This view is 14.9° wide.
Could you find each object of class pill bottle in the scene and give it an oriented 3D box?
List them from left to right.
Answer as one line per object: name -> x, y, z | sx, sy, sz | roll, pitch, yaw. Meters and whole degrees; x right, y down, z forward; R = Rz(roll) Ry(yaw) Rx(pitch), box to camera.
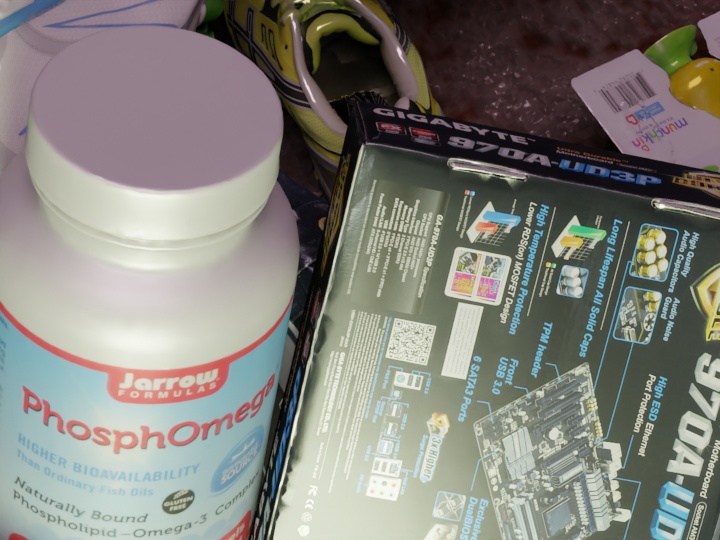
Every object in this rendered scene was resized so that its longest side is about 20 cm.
pill bottle -> -0.079, 0.019, 0.949 | 0.108, 0.201, 0.109 | 6, 44, -5

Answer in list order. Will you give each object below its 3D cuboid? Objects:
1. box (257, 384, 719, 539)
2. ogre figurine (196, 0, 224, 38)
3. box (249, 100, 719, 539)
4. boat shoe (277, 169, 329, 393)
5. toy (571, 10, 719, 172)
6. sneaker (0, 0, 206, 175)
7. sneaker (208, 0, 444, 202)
box -> 0.057, 0.071, 1.064 | 0.199, 0.048, 0.159 | -20, 81, 14
ogre figurine -> -0.069, -0.188, 1.136 | 0.098, 0.200, 0.120 | 39, 110, -24
box -> 0.052, 0.054, 0.962 | 0.158, 0.046, 0.201 | 10, 109, -8
boat shoe -> 0.000, 0.000, 1.028 | 0.091, 0.071, 0.201 | -34, 85, 10
toy -> 0.177, -0.011, 1.144 | 0.115, 0.047, 0.201 | -25, 76, -32
sneaker -> -0.085, -0.090, 1.009 | 0.200, 0.075, 0.087 | -39, 99, -30
sneaker -> -0.015, -0.105, 1.145 | 0.075, 0.077, 0.200 | -29, 63, -12
